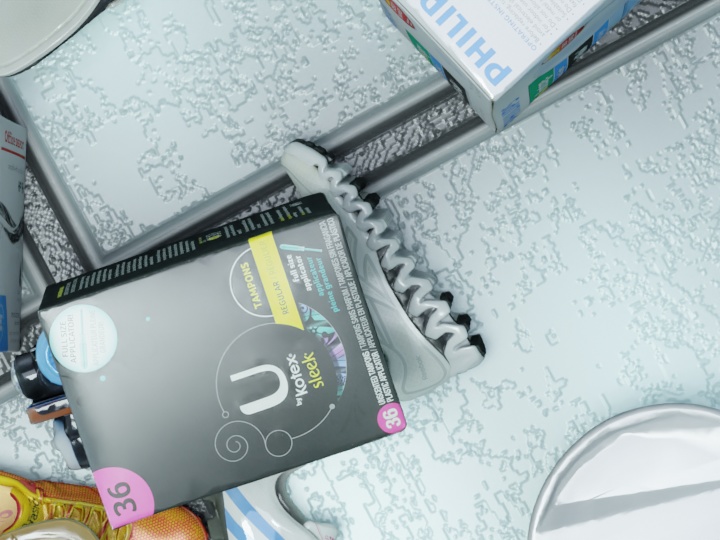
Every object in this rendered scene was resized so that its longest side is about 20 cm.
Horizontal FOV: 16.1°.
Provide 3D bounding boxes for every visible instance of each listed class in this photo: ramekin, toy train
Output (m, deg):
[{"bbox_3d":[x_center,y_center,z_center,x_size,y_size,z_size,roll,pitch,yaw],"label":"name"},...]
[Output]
[{"bbox_3d":[0.210,0.189,1.718,0.201,0.094,0.203,0,89,3],"label":"ramekin"},{"bbox_3d":[-0.136,0.071,1.742,0.199,0.087,0.115,-17,93,1],"label":"toy train"}]

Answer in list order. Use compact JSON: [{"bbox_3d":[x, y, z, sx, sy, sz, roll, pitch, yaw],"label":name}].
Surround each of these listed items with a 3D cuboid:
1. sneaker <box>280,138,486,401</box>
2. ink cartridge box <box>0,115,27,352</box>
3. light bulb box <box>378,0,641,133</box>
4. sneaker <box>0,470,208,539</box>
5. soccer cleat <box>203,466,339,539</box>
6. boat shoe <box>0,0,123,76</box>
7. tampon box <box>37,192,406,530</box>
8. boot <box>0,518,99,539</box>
[{"bbox_3d":[0.000,0.000,1.747,0.081,0.075,0.200,-36,87,10],"label":"sneaker"},{"bbox_3d":[-0.270,-0.045,1.732,0.068,0.116,0.201,1,89,1],"label":"ink cartridge box"},{"bbox_3d":[0.120,-0.209,1.683,0.200,0.198,0.125,-43,85,1],"label":"light bulb box"},{"bbox_3d":[-0.204,0.179,1.744,0.199,0.077,0.073,8,87,1],"label":"sneaker"},{"bbox_3d":[-0.051,0.217,1.739,0.086,0.070,0.201,-12,87,2],"label":"soccer cleat"},{"bbox_3d":[-0.189,-0.210,1.764,0.074,0.060,0.200,37,89,22],"label":"boat shoe"},{"bbox_3d":[-0.090,0.055,1.638,0.199,0.126,0.150,-19,98,-2],"label":"tampon box"},{"bbox_3d":[-0.244,0.224,1.702,0.200,0.155,0.073,-39,88,7],"label":"boot"}]
